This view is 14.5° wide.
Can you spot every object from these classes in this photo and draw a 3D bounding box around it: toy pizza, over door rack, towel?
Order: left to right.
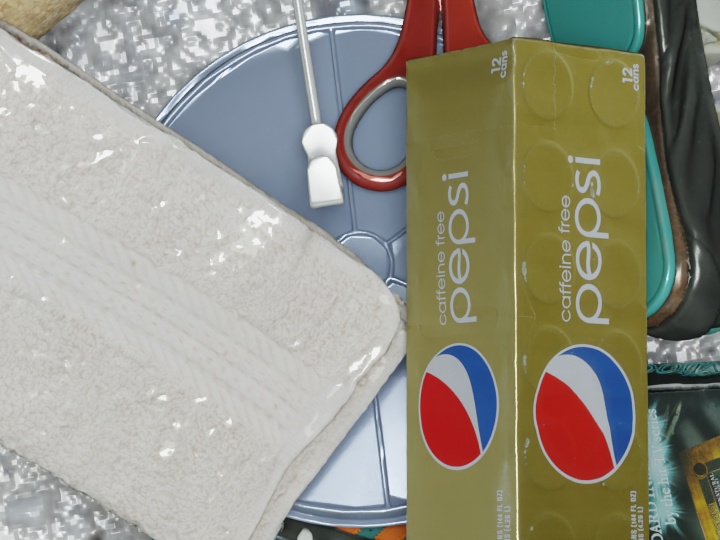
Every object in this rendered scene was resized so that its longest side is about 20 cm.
[{"bbox_3d":[-0.086,0.016,1.027,0.199,0.034,0.133,33,98,-20],"label":"towel"},{"bbox_3d":[-0.090,-0.109,1.090,0.147,0.067,0.202,-8,82,3],"label":"over door rack"},{"bbox_3d":[0.000,0.000,1.106,0.199,0.032,0.202,0,82,2],"label":"toy pizza"}]

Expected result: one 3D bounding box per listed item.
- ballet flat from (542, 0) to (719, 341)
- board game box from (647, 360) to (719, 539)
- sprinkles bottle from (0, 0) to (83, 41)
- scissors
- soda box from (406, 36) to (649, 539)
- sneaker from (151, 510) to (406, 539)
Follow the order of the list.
[{"bbox_3d":[0.114,-0.068,1.089,0.068,0.068,0.201,2,71,-32],"label":"ballet flat"},{"bbox_3d":[0.169,0.129,1.067,0.134,0.028,0.201,-2,110,26],"label":"board game box"},{"bbox_3d":[-0.091,-0.146,1.027,0.200,0.068,0.068,-40,91,-2],"label":"sprinkles bottle"},{"bbox_3d":[0.037,-0.118,1.102,0.073,0.014,0.201,8,80,5],"label":"scissors"},{"bbox_3d":[0.060,0.019,1.036,0.067,0.064,0.202,4,83,-38],"label":"soda box"},{"bbox_3d":[0.014,0.127,1.094,0.199,0.080,0.072,16,95,1],"label":"sneaker"}]
